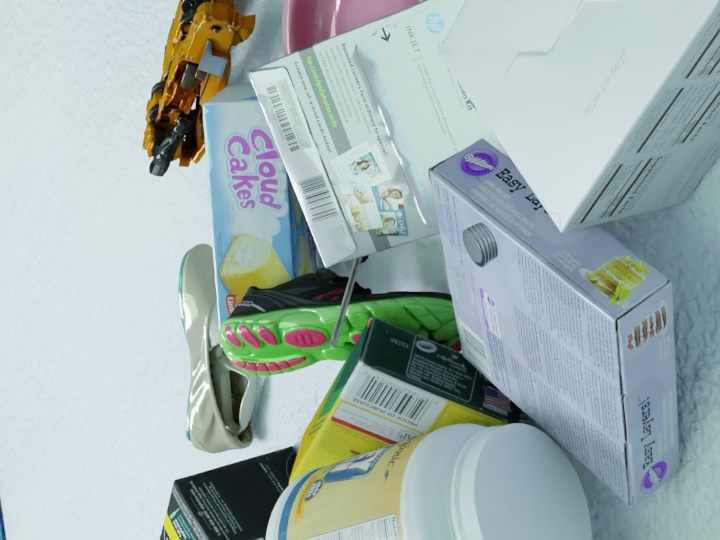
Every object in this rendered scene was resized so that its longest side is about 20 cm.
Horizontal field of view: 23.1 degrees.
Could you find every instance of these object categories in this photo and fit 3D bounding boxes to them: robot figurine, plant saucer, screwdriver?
[{"bbox_3d":[-0.141,-0.172,1.519,0.200,0.058,0.145,117,160,-45],"label":"robot figurine"},{"bbox_3d":[0.014,-0.166,1.321,0.200,0.051,0.201,26,123,50],"label":"plant saucer"},{"bbox_3d":[0.000,0.000,1.314,0.200,0.029,0.028,-82,10,-55],"label":"screwdriver"}]

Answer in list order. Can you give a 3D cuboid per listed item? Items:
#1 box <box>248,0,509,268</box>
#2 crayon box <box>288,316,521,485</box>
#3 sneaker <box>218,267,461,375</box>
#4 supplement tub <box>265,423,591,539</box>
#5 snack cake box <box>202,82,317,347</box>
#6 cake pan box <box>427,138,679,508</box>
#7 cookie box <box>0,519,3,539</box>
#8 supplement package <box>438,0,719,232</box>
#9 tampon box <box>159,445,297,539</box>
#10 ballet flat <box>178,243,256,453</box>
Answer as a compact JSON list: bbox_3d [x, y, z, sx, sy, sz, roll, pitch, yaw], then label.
[{"bbox_3d":[0.033,-0.100,1.232,0.199,0.041,0.156,-17,100,36],"label":"box"},{"bbox_3d":[0.027,0.131,1.333,0.200,0.127,0.051,120,170,-45],"label":"crayon box"},{"bbox_3d":[-0.009,0.030,1.339,0.084,0.199,0.077,-76,-20,-44],"label":"sneaker"},{"bbox_3d":[0.046,0.190,1.234,0.200,0.144,0.145,-23,81,40],"label":"supplement tub"},{"bbox_3d":[-0.079,-0.048,1.435,0.115,0.067,0.201,-59,-34,-73],"label":"snack cake box"},{"bbox_3d":[0.128,0.037,1.152,0.184,0.052,0.200,43,157,40],"label":"cake pan box"},{"bbox_3d":[-0.524,0.335,2.276,0.171,0.075,0.201,8,108,55],"label":"cookie box"},{"bbox_3d":[0.161,-0.151,1.048,0.156,0.111,0.200,59,142,25],"label":"supplement package"},{"bbox_3d":[-0.098,0.288,1.571,0.150,0.126,0.201,50,139,36],"label":"tampon box"},{"bbox_3d":[-0.124,0.074,1.608,0.069,0.069,0.201,25,123,51],"label":"ballet flat"}]
